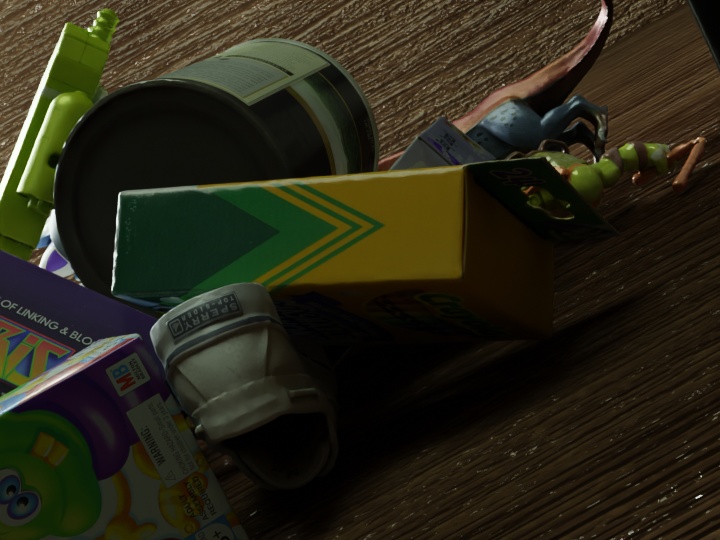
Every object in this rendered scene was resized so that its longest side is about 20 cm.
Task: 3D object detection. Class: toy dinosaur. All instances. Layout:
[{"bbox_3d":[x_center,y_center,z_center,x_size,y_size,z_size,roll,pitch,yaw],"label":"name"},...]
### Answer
[{"bbox_3d":[0.088,-0.092,1.072,0.179,0.203,0.105,4,-6,8],"label":"toy dinosaur"}]

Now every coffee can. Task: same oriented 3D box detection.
[{"bbox_3d":[-0.080,-0.059,0.906,0.145,0.148,0.200,-26,8,20],"label":"coffee can"}]

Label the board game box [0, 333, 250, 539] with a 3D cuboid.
[{"bbox_3d":[-0.161,0.120,0.604,0.199,0.104,0.105,-31,6,-19],"label":"board game box"}]

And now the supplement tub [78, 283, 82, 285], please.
[{"bbox_3d":[-0.163,0.059,1.052,0.198,0.124,0.123,-27,6,22],"label":"supplement tub"}]

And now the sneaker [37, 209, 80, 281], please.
[{"bbox_3d":[-0.187,-0.030,1.058,0.146,0.081,0.200,-45,5,19],"label":"sneaker"}]

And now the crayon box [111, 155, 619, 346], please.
[{"bbox_3d":[0.005,-0.002,0.660,0.197,0.052,0.126,-4,-15,24],"label":"crayon box"}]

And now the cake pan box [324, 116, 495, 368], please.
[{"bbox_3d":[0.000,0.000,0.845,0.185,0.052,0.200,-52,1,13],"label":"cake pan box"}]

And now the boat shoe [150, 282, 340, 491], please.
[{"bbox_3d":[-0.040,0.066,0.655,0.070,0.071,0.200,-23,-17,-3],"label":"boat shoe"}]

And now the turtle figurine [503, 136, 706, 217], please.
[{"bbox_3d":[0.104,-0.042,0.917,0.199,0.065,0.161,-31,6,-18],"label":"turtle figurine"}]

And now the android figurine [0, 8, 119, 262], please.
[{"bbox_3d":[-0.201,-0.072,0.936,0.202,0.041,0.182,-70,15,-12],"label":"android figurine"}]

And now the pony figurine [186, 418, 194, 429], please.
[{"bbox_3d":[-0.186,0.088,0.896,0.197,0.169,0.193,-15,-2,15],"label":"pony figurine"}]

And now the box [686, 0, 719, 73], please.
[{"bbox_3d":[0.273,-0.150,0.741,0.198,0.124,0.198,-25,8,17],"label":"box"}]

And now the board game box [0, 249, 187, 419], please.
[{"bbox_3d":[-0.206,0.066,0.760,0.166,0.198,0.057,-55,-20,-42],"label":"board game box"}]
